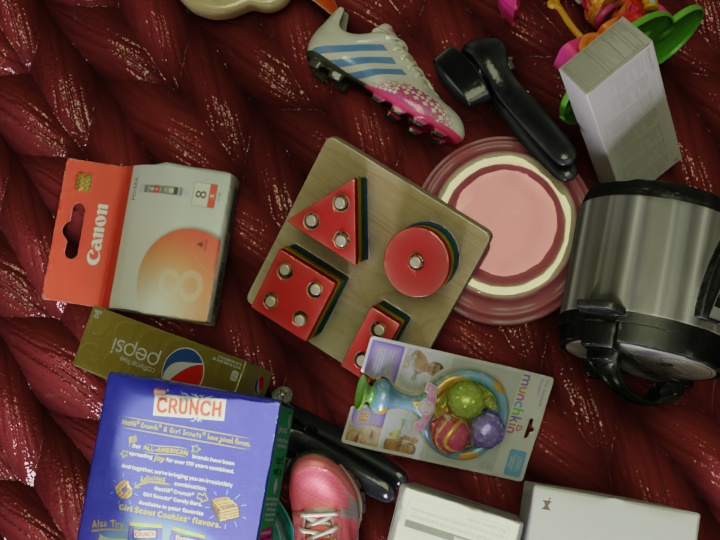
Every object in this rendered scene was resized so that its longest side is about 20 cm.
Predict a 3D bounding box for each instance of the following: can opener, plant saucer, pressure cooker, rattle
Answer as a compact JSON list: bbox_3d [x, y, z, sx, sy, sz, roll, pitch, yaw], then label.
[{"bbox_3d":[-0.040,0.179,1.311,0.197,0.063,0.080,20,127,17],"label":"can opener"},{"bbox_3d":[0.150,-0.044,1.334,0.197,0.051,0.204,-1,82,5],"label":"plant saucer"},{"bbox_3d":[0.159,-0.166,1.317,0.078,0.063,0.201,-39,65,-1],"label":"can opener"},{"bbox_3d":[0.284,0.030,1.247,0.173,0.179,0.203,14,78,-4],"label":"pressure cooker"},{"bbox_3d":[-0.122,-0.340,1.360,0.198,0.143,0.131,23,66,14],"label":"rattle"}]

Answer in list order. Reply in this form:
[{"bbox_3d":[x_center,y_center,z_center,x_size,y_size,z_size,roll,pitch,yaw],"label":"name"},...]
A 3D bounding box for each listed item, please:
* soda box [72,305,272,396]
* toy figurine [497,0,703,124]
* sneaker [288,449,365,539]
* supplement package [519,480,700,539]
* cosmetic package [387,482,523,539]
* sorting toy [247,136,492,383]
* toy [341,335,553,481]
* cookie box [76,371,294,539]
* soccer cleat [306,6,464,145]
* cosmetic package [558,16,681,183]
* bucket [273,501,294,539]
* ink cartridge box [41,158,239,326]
[{"bbox_3d":[-0.194,0.101,1.308,0.198,0.064,0.069,17,83,26],"label":"soda box"},{"bbox_3d":[0.230,-0.283,1.334,0.198,0.151,0.185,-30,70,-22],"label":"toy figurine"},{"bbox_3d":[-0.032,0.277,1.250,0.072,0.087,0.203,-4,107,11],"label":"sneaker"},{"bbox_3d":[0.221,0.288,1.203,0.149,0.200,0.153,9,82,6],"label":"supplement package"},{"bbox_3d":[0.073,0.317,1.212,0.121,0.199,0.203,16,83,8],"label":"cosmetic package"},{"bbox_3d":[0.000,0.000,1.298,0.198,0.070,0.201,31,105,11],"label":"sorting toy"},{"bbox_3d":[0.090,0.146,1.271,0.197,0.047,0.117,14,103,-9],"label":"toy"},{"bbox_3d":[-0.162,0.208,1.175,0.168,0.075,0.203,9,82,7],"label":"cookie box"},{"bbox_3d":[0.036,-0.211,1.357,0.198,0.070,0.087,31,86,9],"label":"soccer cleat"},{"bbox_3d":[0.261,-0.154,1.265,0.082,0.200,0.051,-37,54,-1],"label":"cosmetic package"},{"bbox_3d":[-0.160,0.290,1.269,0.203,0.135,0.211,-1,82,6],"label":"bucket"},{"bbox_3d":[-0.239,-0.037,1.368,0.197,0.050,0.165,9,82,3],"label":"ink cartridge box"}]
